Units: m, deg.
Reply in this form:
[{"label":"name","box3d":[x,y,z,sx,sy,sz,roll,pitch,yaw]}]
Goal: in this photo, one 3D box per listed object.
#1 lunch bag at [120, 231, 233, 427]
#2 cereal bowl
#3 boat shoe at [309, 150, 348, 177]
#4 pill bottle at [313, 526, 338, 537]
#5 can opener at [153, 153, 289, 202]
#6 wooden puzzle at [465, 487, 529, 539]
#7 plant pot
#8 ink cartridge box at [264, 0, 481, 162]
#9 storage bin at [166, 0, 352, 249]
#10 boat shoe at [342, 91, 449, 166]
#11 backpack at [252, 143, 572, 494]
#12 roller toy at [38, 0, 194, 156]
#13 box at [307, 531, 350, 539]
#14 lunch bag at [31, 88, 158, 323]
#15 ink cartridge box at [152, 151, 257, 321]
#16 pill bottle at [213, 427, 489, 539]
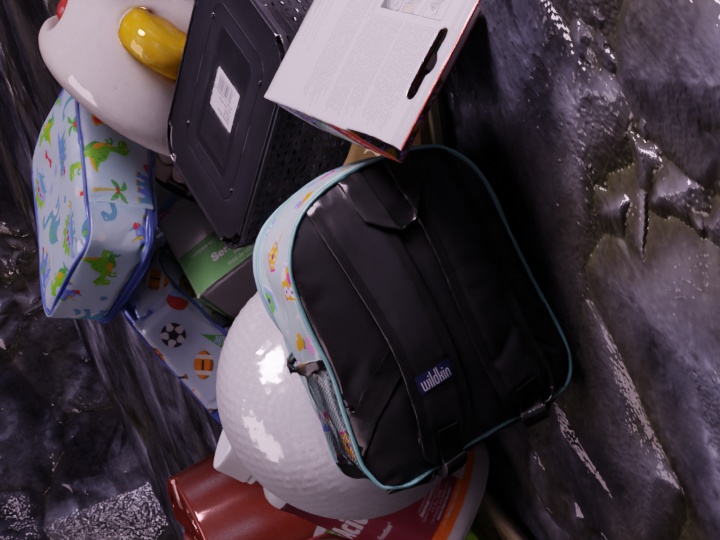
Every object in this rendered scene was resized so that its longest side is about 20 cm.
[{"label":"lunch bag","box3d":[-0.151,0.058,1.508,0.201,0.075,0.160,52,-172,-14]},{"label":"cereal bowl","box3d":[-0.007,0.076,1.154,0.201,0.198,0.084,60,155,21]},{"label":"boat shoe","box3d":[0.000,0.000,1.279,0.069,0.083,0.203,-167,72,-69]},{"label":"pill bottle","box3d":[0.047,0.303,1.431,0.201,0.110,0.112,57,160,29]},{"label":"can opener","box3d":[-0.095,-0.063,1.372,0.198,0.053,0.067,28,172,16]},{"label":"wooden puzzle","box3d":[0.076,0.282,1.286,0.185,0.037,0.202,49,120,45]},{"label":"plant pot","box3d":[-0.086,0.246,1.622,0.202,0.193,0.202,56,160,33]},{"label":"ink cartridge box","box3d":[0.019,-0.131,0.974,0.050,0.110,0.200,27,-179,-31]},{"label":"storage bin","box3d":[-0.067,-0.132,1.172,0.136,0.093,0.201,55,143,33]},{"label":"boat shoe","box3d":[0.018,-0.073,1.107,0.072,0.075,0.202,52,156,45]},{"label":"backpack","box3d":[0.024,0.021,1.035,0.202,0.174,0.153,66,164,-13]},{"label":"roller toy","box3d":[-0.166,-0.199,1.306,0.183,0.140,0.199,46,-161,27]},{"label":"box","box3d":[-0.026,0.337,1.315,0.095,0.102,0.202,-10,100,70]},{"label":"lunch bag","box3d":[-0.243,-0.064,1.405,0.161,0.082,0.202,-51,41,46]},{"label":"ink cartridge box","box3d":[-0.135,-0.050,1.493,0.201,0.087,0.145,56,-172,29]},{"label":"pill bottle","box3d":[-0.008,0.151,1.232,0.198,0.115,0.114,24,165,-9]}]
